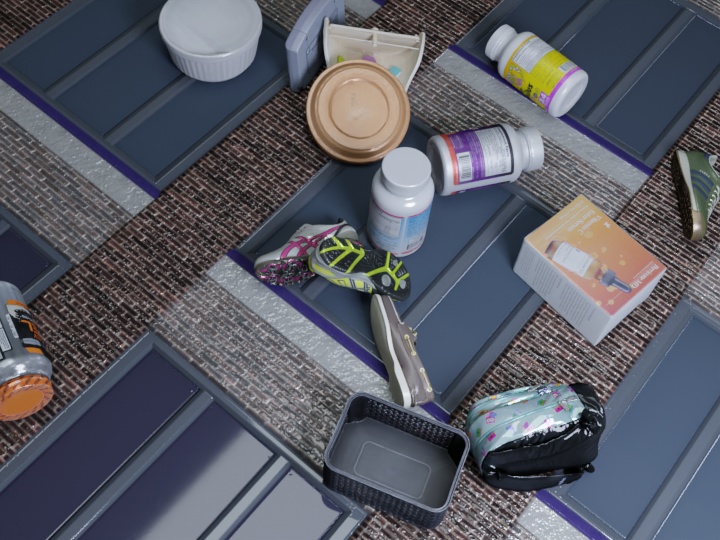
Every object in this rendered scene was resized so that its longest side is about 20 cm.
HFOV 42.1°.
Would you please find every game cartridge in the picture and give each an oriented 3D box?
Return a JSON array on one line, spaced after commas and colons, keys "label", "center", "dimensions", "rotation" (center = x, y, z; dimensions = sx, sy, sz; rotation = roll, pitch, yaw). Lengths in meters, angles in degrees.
[{"label": "game cartridge", "center": [-0.089, -0.464, 1.845], "dimensions": [0.040, 0.134, 0.201], "rotation": [23, 60, 12]}]

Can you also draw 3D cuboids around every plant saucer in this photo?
[{"label": "plant saucer", "center": [-0.004, -0.302, 1.767], "dimensions": [0.199, 0.032, 0.202], "rotation": [1, 83, -7]}]

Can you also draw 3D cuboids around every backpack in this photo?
[{"label": "backpack", "center": [0.263, 0.253, 1.444], "dimensions": [0.199, 0.168, 0.127], "rotation": [-12, 41, -8]}]

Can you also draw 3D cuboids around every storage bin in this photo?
[{"label": "storage bin", "center": [0.052, 0.290, 1.430], "dimensions": [0.199, 0.094, 0.136], "rotation": [20, 60, 9]}]

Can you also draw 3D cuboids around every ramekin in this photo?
[{"label": "ramekin", "center": [-0.294, -0.463, 1.853], "dimensions": [0.201, 0.094, 0.203], "rotation": [2, 59, -4]}]

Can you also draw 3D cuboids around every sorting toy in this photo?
[{"label": "sorting toy", "center": [0.015, -0.379, 1.829], "dimensions": [0.199, 0.107, 0.181], "rotation": [7, 69, -6]}]

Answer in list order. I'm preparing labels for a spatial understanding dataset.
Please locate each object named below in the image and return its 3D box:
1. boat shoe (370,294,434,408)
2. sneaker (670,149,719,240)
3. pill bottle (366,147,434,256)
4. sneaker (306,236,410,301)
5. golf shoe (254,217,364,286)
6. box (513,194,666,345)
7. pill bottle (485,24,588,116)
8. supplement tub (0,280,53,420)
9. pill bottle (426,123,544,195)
[{"label": "boat shoe", "center": [0.067, 0.129, 1.541], "dimensions": [0.059, 0.072, 0.201], "rotation": [-9, 64, -16]}, {"label": "sneaker", "center": [0.642, -0.145, 1.743], "dimensions": [0.089, 0.067, 0.201], "rotation": [0, 56, 2]}, {"label": "pill bottle", "center": [0.069, -0.118, 1.611], "dimensions": [0.108, 0.200, 0.109], "rotation": [2, 59, -3]}, {"label": "sneaker", "center": [0.000, 0.000, 1.589], "dimensions": [0.199, 0.076, 0.076], "rotation": [26, 60, -28]}, {"label": "golf shoe", "center": [-0.097, -0.034, 1.628], "dimensions": [0.199, 0.073, 0.092], "rotation": [-15, 57, -23]}, {"label": "box", "center": [0.393, -0.003, 1.620], "dimensions": [0.152, 0.107, 0.200], "rotation": [-37, 68, -23]}, {"label": "pill bottle", "center": [0.344, -0.401, 1.855], "dimensions": [0.104, 0.104, 0.200], "rotation": [-38, 68, -23]}, {"label": "supplement tub", "center": [-0.562, 0.126, 1.467], "dimensions": [0.122, 0.123, 0.201], "rotation": [-24, 64, -17]}, {"label": "pill bottle", "center": [0.231, -0.210, 1.728], "dimensions": [0.199, 0.112, 0.112], "rotation": [-12, 61, -11]}]
